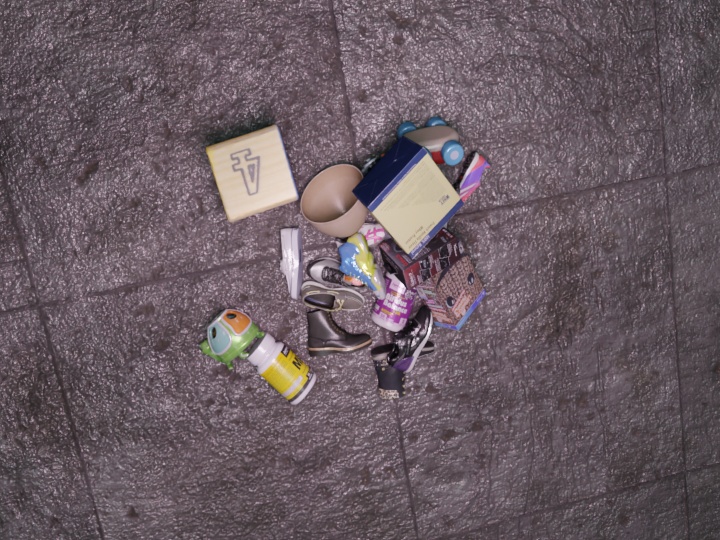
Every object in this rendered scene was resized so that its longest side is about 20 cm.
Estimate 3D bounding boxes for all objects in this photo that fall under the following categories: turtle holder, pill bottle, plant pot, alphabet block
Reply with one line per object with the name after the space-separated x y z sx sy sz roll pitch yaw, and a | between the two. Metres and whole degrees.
-0.377 0.189 1.610 0.132 0.184 0.142 48 59 -12 | turtle holder
-0.234 0.286 1.642 0.200 0.114 0.115 44 92 -12 | pill bottle
-0.054 -0.174 1.569 0.198 0.202 0.135 -36 138 1 | plant pot
-0.284 -0.262 1.509 0.193 0.195 0.203 -18 99 -3 | alphabet block
0.112 0.068 1.652 0.109 0.112 0.207 18 97 -10 | pill bottle

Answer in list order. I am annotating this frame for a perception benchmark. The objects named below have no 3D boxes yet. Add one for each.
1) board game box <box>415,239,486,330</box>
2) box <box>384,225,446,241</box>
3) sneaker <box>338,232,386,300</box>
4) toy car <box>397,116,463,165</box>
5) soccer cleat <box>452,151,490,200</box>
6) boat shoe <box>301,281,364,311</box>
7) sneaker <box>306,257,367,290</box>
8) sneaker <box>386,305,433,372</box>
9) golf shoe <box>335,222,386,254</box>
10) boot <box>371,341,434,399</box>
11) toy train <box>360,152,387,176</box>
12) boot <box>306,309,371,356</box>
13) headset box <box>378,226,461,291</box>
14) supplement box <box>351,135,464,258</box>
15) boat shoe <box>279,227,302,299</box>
0.254 0.039 1.622 0.160 0.095 0.203 -46 119 -25 | board game box
0.160 -0.134 1.608 0.194 0.041 0.161 -21 126 -21 | box
0.000 0.000 1.593 0.102 0.076 0.206 -21 98 15 | sneaker
0.196 -0.299 1.599 0.170 0.187 0.205 -11 130 -6 | toy car
0.313 -0.245 1.652 0.072 0.068 0.205 26 93 -15 | soccer cleat
-0.081 0.089 1.645 0.194 0.061 0.074 13 123 -11 | boat shoe
-0.062 0.012 1.638 0.192 0.079 0.077 11 100 -7 | sneaker
0.140 0.193 1.609 0.085 0.075 0.206 19 97 -27 | sneaker
0.018 -0.107 1.631 0.197 0.073 0.094 -34 102 -1 | golf shoe
0.135 0.303 1.718 0.195 0.074 0.160 -9 105 -6 | boot
0.060 -0.274 1.552 0.112 0.200 0.087 -34 89 -12 | toy train
-0.067 0.173 1.669 0.192 0.077 0.144 -8 96 -7 | boot
0.153 -0.047 1.532 0.196 0.149 0.079 -29 129 -10 | headset box
0.121 -0.188 1.430 0.200 0.135 0.200 -45 121 4 | supplement box
-0.205 -0.021 1.626 0.063 0.074 0.209 2 96 9 | boat shoe
